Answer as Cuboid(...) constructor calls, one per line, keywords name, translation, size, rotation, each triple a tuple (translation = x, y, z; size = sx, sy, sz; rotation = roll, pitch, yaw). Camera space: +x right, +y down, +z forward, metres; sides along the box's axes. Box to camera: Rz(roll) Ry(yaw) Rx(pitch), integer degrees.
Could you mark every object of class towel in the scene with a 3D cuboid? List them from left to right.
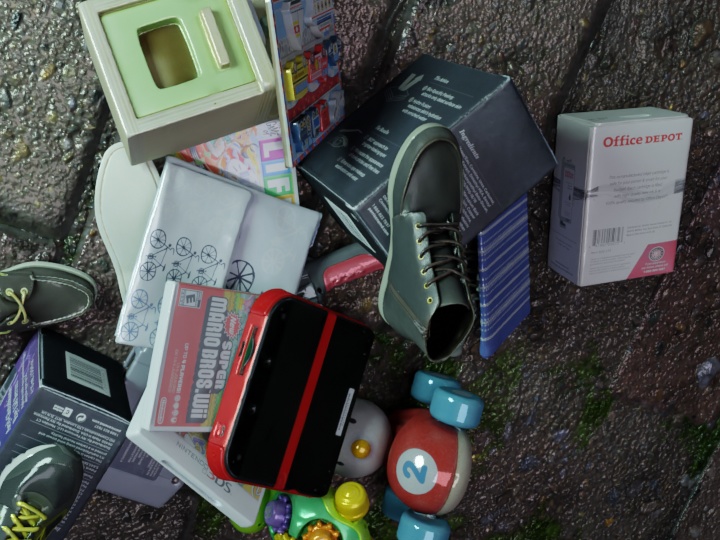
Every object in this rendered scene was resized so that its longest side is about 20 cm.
Cuboid(name="towel", translation=(0.168, -0.012, 1.074), size=(0.145, 0.024, 0.202), rotation=(-36, 126, -53))

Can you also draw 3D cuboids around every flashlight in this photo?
Cuboid(name="flashlight", translation=(0.000, 0.000, 1.033), size=(0.198, 0.068, 0.068), rotation=(-23, 117, -13))

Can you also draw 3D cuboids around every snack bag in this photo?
Cuboid(name="snack bag", translation=(-0.139, 0.003, 0.926), size=(0.199, 0.021, 0.190), rotation=(19, 85, -37))

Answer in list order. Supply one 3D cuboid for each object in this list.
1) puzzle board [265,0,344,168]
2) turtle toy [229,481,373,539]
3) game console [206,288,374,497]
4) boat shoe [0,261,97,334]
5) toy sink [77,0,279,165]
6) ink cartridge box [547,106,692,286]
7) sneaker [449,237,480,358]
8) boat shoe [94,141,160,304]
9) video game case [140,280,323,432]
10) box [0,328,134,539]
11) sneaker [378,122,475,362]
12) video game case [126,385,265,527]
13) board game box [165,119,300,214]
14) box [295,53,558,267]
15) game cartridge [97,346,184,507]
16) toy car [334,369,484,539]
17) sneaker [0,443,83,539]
Cuboid(name="puzzle board", translation=(-0.046, -0.201, 0.880), size=(0.017, 0.200, 0.152), rotation=(0, 113, 13))
Cuboid(name="turtle toy", translation=(-0.071, 0.295, 1.057), size=(0.101, 0.199, 0.147), rotation=(-44, 144, -33))
Cuboid(name="game console", translation=(-0.070, 0.133, 0.953), size=(0.176, 0.031, 0.202), rotation=(26, 78, -48))
Cuboid(name="boat shoe", translation=(-0.367, 0.034, 0.906), size=(0.199, 0.061, 0.072), rotation=(-1, 109, -21))
Cuboid(name="toy sink", translation=(-0.146, -0.202, 0.849), size=(0.198, 0.112, 0.132), rotation=(-20, 87, -15))
Cuboid(name="ink cartridge box", translation=(0.318, -0.095, 1.111), size=(0.145, 0.083, 0.202), rotation=(-7, 112, -18))
Cuboid(name="sneaker", translation=(0.129, 0.014, 1.078), size=(0.076, 0.082, 0.202), rotation=(5, 107, -22))
Cuboid(name="boat shoe", translation=(-0.226, -0.037, 0.933), size=(0.074, 0.062, 0.202), rotation=(-14, 108, -5))
Cuboid(name="video game case", translation=(-0.125, 0.094, 0.920), size=(0.199, 0.017, 0.145), rotation=(11, 89, -46))
Cuboid(name="box", translation=(-0.333, 0.186, 0.925), size=(0.104, 0.148, 0.201), rotation=(30, 96, -27))
Cuboid(name="sneaker", translation=(0.073, -0.024, 0.806), size=(0.074, 0.106, 0.202), rotation=(-2, 111, -22))
Cuboid(name="video game case", translation=(-0.148, 0.141, 0.967), size=(0.023, 0.201, 0.182), rotation=(-17, 129, 32))
Cuboid(name="board game box", translation=(-0.136, -0.101, 0.961), size=(0.133, 0.034, 0.202), rotation=(-12, 113, -17))
Cuboid(name="box", translation=(0.062, -0.112, 0.942), size=(0.200, 0.197, 0.118), rotation=(-40, 118, -3))
Cuboid(name="game cartridge", translation=(-0.227, 0.168, 1.024), size=(0.132, 0.041, 0.201), rotation=(27, 98, -23))
Cuboid(name="toy car", translation=(0.019, 0.209, 1.069), size=(0.198, 0.177, 0.186), rotation=(14, 93, -12))
Cuboid(name="sneaker", translation=(-0.320, 0.252, 0.824), size=(0.074, 0.085, 0.201), rotation=(36, 94, -28))
